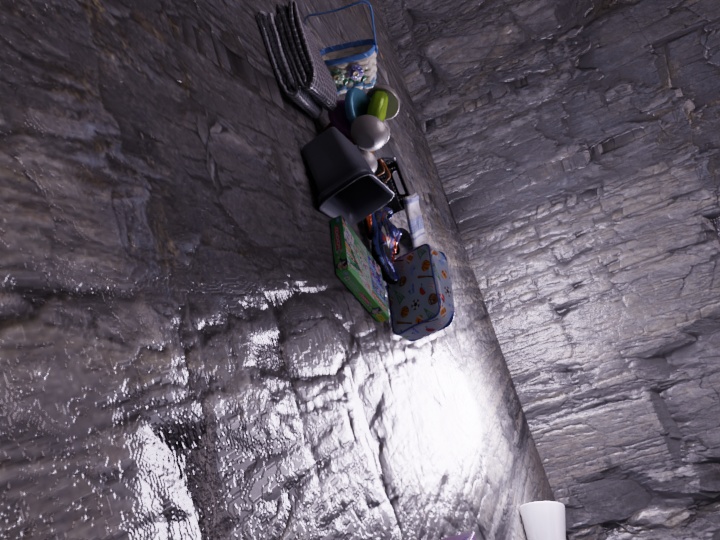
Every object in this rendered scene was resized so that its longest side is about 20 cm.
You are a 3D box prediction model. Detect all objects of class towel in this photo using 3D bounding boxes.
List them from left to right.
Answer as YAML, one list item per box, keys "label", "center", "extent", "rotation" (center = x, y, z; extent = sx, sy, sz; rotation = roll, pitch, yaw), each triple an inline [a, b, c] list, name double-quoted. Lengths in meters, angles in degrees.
- label: "towel"
  center: [-0.121, -0.438, 1.312]
  extent: [0.165, 0.084, 0.204]
  rotation: [4, 66, -74]
- label: "towel"
  center: [0.147, -0.095, 1.603]
  extent: [0.147, 0.023, 0.204]
  rotation: [-33, 112, -73]

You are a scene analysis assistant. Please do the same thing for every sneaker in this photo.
- label: "sneaker"
  center: [0.060, -0.065, 1.433]
  extent: [0.076, 0.077, 0.204]
  rotation: [88, -11, -69]
- label: "sneaker"
  center: [0.095, -0.058, 1.578]
  extent: [0.201, 0.073, 0.083]
  rotation: [-85, 151, -56]

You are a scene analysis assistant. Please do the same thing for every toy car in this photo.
- label: "toy car"
  center: [-0.006, -0.324, 1.419]
  extent: [0.201, 0.147, 0.177]
  rotation: [112, 0, -52]

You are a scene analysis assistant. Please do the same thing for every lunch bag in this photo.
- label: "lunch bag"
  center: [0.127, 0.048, 1.414]
  extent: [0.075, 0.159, 0.204]
  rotation: [24, 49, -39]

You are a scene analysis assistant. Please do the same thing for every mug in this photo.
- label: "mug"
  center: [0.610, 0.857, 2.063]
  extent: [0.186, 0.147, 0.156]
  rotation: [43, 38, -45]

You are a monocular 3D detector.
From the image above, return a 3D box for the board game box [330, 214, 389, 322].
- label: "board game box"
  center: [0.000, 0.000, 1.277]
  extent: [0.200, 0.029, 0.137]
  rotation: [52, 24, -48]

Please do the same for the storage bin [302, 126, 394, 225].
- label: "storage bin"
  center: [-0.025, -0.198, 1.270]
  extent: [0.136, 0.144, 0.200]
  rotation: [62, 14, 15]

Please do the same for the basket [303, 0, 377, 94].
- label: "basket"
  center: [-0.036, -0.553, 1.579]
  extent: [0.140, 0.173, 0.203]
  rotation: [-75, 152, -59]

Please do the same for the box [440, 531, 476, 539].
- label: "box"
  center: [0.149, 0.536, 0.962]
  extent: [0.176, 0.095, 0.204]
  rotation: [16, 56, -70]

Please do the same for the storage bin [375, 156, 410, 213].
- label: "storage bin"
  center: [0.057, -0.208, 1.609]
  extent: [0.200, 0.092, 0.138]
  rotation: [-39, 107, -74]
